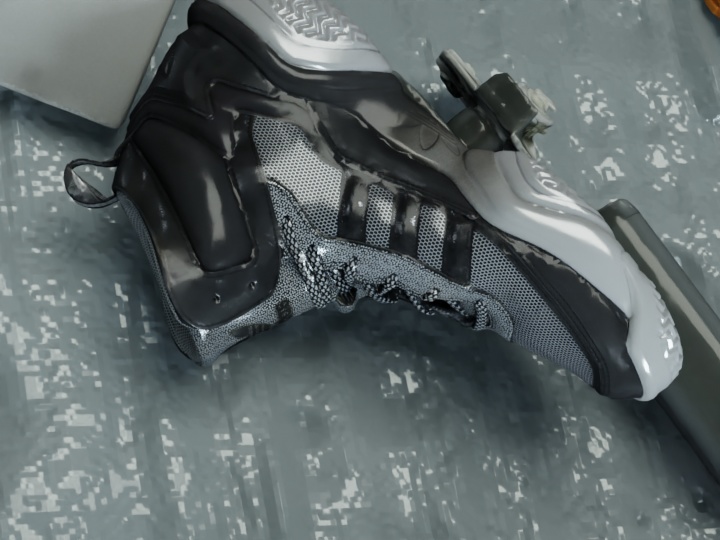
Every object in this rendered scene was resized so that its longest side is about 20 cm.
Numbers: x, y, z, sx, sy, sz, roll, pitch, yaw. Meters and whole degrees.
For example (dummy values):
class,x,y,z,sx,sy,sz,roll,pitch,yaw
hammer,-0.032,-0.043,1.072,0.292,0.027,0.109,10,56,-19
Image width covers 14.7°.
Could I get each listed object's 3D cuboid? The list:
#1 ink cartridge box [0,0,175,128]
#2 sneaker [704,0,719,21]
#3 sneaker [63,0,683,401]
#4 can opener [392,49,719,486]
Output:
class,x,y,z,sx,sy,sz,roll,pitch,yaw
ink cartridge box,-0.136,-0.160,0.886,0.199,0.177,0.045,21,28,-10
sneaker,0.170,-0.172,1.081,0.092,0.076,0.201,3,62,-26
sneaker,0.000,0.000,0.894,0.200,0.076,0.114,39,78,8
can opener,0.079,0.005,0.960,0.066,0.053,0.200,-41,78,0
